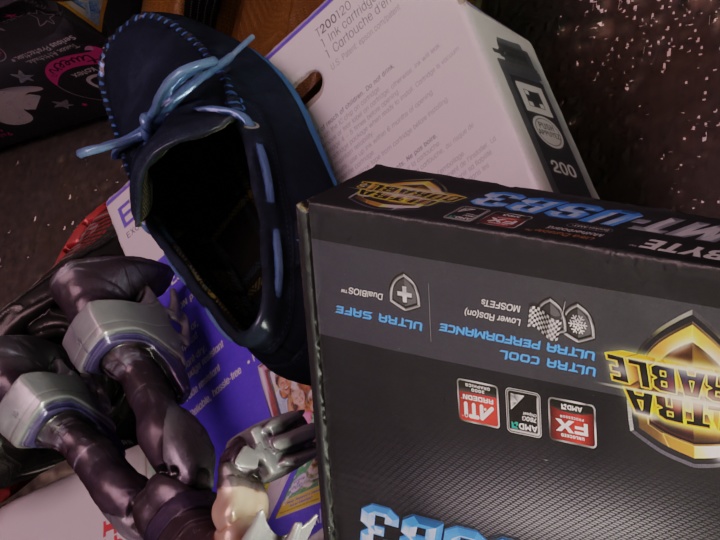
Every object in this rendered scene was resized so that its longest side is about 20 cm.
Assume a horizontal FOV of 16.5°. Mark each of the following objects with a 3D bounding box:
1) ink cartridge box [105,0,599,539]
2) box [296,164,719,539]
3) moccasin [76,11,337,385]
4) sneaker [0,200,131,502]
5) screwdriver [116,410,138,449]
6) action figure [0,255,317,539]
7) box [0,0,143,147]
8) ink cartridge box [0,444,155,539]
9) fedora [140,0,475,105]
[{"bbox_3d":[0.000,0.000,0.945,0.198,0.043,0.200,-39,55,29],"label":"ink cartridge box"},{"bbox_3d":[0.077,0.076,0.806,0.200,0.050,0.199,11,114,34],"label":"box"},{"bbox_3d":[-0.053,-0.039,0.929,0.081,0.068,0.200,-55,47,16],"label":"moccasin"},{"bbox_3d":[-0.111,0.023,1.054,0.200,0.071,0.098,-45,11,-29],"label":"sneaker"},{"bbox_3d":[-0.156,0.075,1.158,0.200,0.029,0.028,-6,68,39],"label":"screwdriver"},{"bbox_3d":[-0.069,0.083,0.912,0.130,0.069,0.200,-49,52,21],"label":"action figure"},{"bbox_3d":[-0.177,-0.146,1.218,0.200,0.115,0.132,-13,63,41],"label":"box"},{"bbox_3d":[-0.123,0.173,1.045,0.200,0.085,0.145,-26,56,38],"label":"ink cartridge box"},{"bbox_3d":[-0.009,-0.117,1.056,0.200,0.082,0.201,-20,59,39],"label":"fedora"}]
